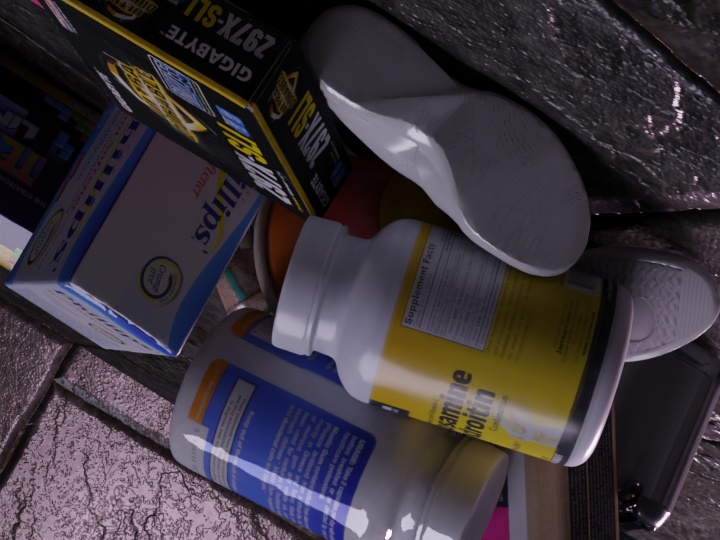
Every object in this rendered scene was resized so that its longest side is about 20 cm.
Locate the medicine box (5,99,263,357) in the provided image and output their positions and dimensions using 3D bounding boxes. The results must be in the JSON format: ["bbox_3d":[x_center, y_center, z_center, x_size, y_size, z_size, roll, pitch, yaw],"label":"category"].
[{"bbox_3d":[-0.162,-0.041,1.218,0.102,0.184,0.200,33,166,-20],"label":"medicine box"}]

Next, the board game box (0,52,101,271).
[{"bbox_3d":[-0.319,-0.108,1.347,0.199,0.166,0.057,31,131,-11],"label":"board game box"}]

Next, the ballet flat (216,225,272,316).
[{"bbox_3d":[-0.086,-0.022,1.272,0.068,0.068,0.200,54,-172,-16],"label":"ballet flat"}]

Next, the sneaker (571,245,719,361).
[{"bbox_3d":[0.155,0.015,1.060,0.199,0.075,0.118,-11,-172,35],"label":"sneaker"}]

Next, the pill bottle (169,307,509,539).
[{"bbox_3d":[-0.012,0.112,1.024,0.198,0.113,0.112,25,166,16],"label":"pill bottle"}]

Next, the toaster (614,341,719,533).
[{"bbox_3d":[0.184,0.111,1.169,0.113,0.130,0.200,28,168,1],"label":"toaster"}]

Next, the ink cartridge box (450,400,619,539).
[{"bbox_3d":[0.073,0.151,1.095,0.198,0.167,0.075,-3,180,40],"label":"ink cartridge box"}]

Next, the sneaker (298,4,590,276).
[{"bbox_3d":[0.046,-0.073,0.929,0.200,0.075,0.088,42,169,-6],"label":"sneaker"}]

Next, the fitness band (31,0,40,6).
[{"bbox_3d":[-0.177,-0.186,1.036,0.199,0.038,0.144,33,167,-8],"label":"fitness band"}]

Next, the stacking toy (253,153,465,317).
[{"bbox_3d":[0.038,-0.022,1.050,0.146,0.147,0.199,36,150,-30],"label":"stacking toy"}]

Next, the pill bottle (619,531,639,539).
[{"bbox_3d":[0.121,0.221,1.183,0.198,0.112,0.111,20,164,32],"label":"pill bottle"}]

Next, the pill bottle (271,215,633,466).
[{"bbox_3d":[0.053,0.035,0.956,0.198,0.113,0.112,17,166,4],"label":"pill bottle"}]

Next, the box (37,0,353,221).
[{"bbox_3d":[-0.093,-0.110,0.924,0.159,0.050,0.200,29,170,15],"label":"box"}]

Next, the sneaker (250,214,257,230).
[{"bbox_3d":[0.000,0.000,1.214,0.199,0.075,0.081,29,148,14],"label":"sneaker"}]
